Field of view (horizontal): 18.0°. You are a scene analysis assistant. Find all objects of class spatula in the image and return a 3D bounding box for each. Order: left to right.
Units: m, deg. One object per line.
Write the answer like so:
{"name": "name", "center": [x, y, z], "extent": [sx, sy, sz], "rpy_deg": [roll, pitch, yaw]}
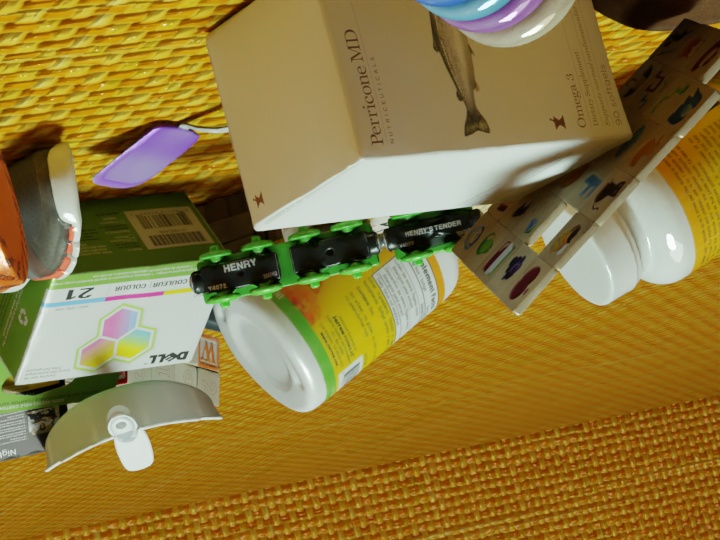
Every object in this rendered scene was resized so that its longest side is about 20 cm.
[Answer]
{"name": "spatula", "center": [-0.078, -0.094, 1.423], "extent": [0.199, 0.021, 0.056], "rpy_deg": [-21, 166, 25]}

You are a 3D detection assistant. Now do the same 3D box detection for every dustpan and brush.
{"name": "dustpan and brush", "center": [-0.169, 0.114, 1.640], "extent": [0.138, 0.058, 0.200], "rpy_deg": [-17, 159, -5]}

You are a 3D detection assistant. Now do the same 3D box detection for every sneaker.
{"name": "sneaker", "center": [-0.234, -0.025, 1.435], "extent": [0.081, 0.078, 0.200], "rpy_deg": [-2, 164, -27]}

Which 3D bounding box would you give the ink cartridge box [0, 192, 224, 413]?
{"name": "ink cartridge box", "center": [-0.195, 0.048, 1.608], "extent": [0.147, 0.076, 0.201], "rpy_deg": [-7, 134, -36]}

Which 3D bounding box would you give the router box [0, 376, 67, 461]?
{"name": "router box", "center": [-0.318, 0.078, 1.678], "extent": [0.198, 0.052, 0.158], "rpy_deg": [-11, 131, -15]}

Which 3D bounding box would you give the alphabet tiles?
{"name": "alphabet tiles", "center": [0.138, -0.067, 1.326], "extent": [0.200, 0.008, 0.167], "rpy_deg": [-47, -165, 2]}

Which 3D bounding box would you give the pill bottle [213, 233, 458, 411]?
{"name": "pill bottle", "center": [0.000, 0.000, 1.640], "extent": [0.200, 0.111, 0.111], "rpy_deg": [-39, 179, -22]}

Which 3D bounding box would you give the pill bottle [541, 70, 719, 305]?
{"name": "pill bottle", "center": [0.230, -0.061, 1.631], "extent": [0.199, 0.113, 0.113], "rpy_deg": [-32, 175, -18]}

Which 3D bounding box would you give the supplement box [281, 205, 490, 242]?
{"name": "supplement box", "center": [0.049, -0.078, 1.538], "extent": [0.198, 0.074, 0.126], "rpy_deg": [-10, 168, -21]}

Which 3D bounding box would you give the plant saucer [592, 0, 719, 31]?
{"name": "plant saucer", "center": [0.221, -0.184, 1.340], "extent": [0.199, 0.037, 0.200], "rpy_deg": [-14, 169, -3]}

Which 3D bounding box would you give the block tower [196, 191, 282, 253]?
{"name": "block tower", "center": [-0.076, -0.016, 1.742], "extent": [0.057, 0.054, 0.200], "rpy_deg": [-16, 170, 12]}

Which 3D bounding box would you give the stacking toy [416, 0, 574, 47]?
{"name": "stacking toy", "center": [0.025, -0.164, 1.074], "extent": [0.085, 0.086, 0.199], "rpy_deg": [-21, 162, 31]}

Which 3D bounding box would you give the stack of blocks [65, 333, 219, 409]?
{"name": "stack of blocks", "center": [-0.220, 0.073, 1.839], "extent": [0.115, 0.059, 0.199], "rpy_deg": [-12, 161, 36]}

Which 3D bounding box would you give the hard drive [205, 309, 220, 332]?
{"name": "hard drive", "center": [-0.093, 0.035, 1.755], "extent": [0.198, 0.033, 0.140], "rpy_deg": [13, 177, -4]}

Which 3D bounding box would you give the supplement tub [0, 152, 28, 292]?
{"name": "supplement tub", "center": [-0.294, -0.013, 1.271], "extent": [0.198, 0.124, 0.123], "rpy_deg": [-16, 169, 2]}

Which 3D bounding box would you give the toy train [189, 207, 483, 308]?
{"name": "toy train", "center": [-0.015, -0.013, 1.497], "extent": [0.198, 0.042, 0.056], "rpy_deg": [-12, 179, 3]}

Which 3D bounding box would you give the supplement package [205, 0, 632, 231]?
{"name": "supplement package", "center": [0.033, -0.102, 1.278], "extent": [0.199, 0.118, 0.117], "rpy_deg": [-8, 168, -37]}
